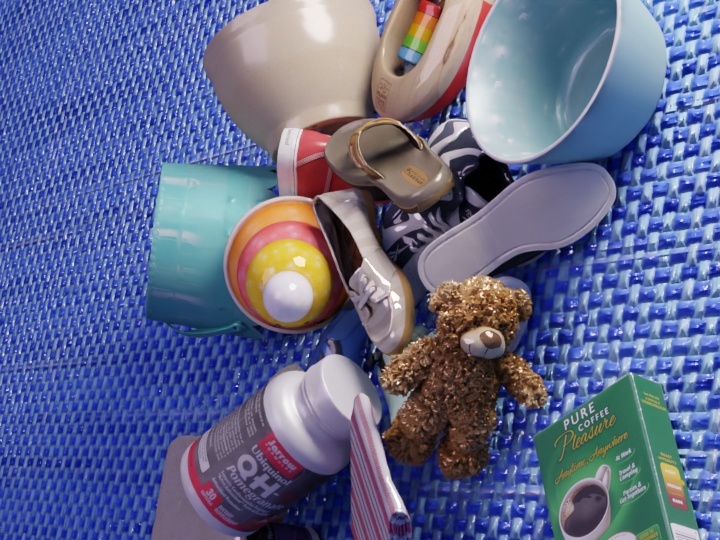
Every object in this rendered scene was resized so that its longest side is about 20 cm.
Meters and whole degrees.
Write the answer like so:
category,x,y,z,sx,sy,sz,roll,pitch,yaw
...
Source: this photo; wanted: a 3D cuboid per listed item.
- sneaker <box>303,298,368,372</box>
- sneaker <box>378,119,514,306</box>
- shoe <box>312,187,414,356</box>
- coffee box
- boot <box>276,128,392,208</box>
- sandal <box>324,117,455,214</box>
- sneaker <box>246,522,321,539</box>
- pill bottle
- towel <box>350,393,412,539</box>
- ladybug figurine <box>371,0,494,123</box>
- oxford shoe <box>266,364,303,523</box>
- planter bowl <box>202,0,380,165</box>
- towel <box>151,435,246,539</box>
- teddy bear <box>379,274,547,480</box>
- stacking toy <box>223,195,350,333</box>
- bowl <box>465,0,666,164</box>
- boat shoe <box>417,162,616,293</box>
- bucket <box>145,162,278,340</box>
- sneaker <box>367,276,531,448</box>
category,x,y,z,sx,sy,sz,roll,pitch,yaw
sneaker,-0.023,0.118,1.665,0.078,0.066,0.201,29,87,15
sneaker,0.087,-0.043,1.548,0.200,0.079,0.130,-59,25,1
shoe,0.000,0.000,1.549,0.070,0.053,0.201,-57,39,38
coffee box,0.210,0.197,1.288,0.123,0.044,0.201,-42,44,37
boot,-0.013,-0.065,1.718,0.201,0.143,0.073,91,-171,-51
sandal,0.023,-0.113,1.553,0.080,0.054,0.200,-43,33,-6
sneaker,-0.124,0.343,1.665,0.201,0.087,0.076,-63,34,14
pill bottle,-0.075,0.168,1.567,0.200,0.110,0.111,-39,45,29
towel,0.020,0.228,1.475,0.147,0.030,0.201,-111,16,-45
ladybug figurine,0.079,-0.237,1.660,0.136,0.072,0.201,42,109,54
oxford shoe,-0.092,0.193,1.725,0.075,0.058,0.201,-29,38,44
planter bowl,-0.059,-0.196,1.754,0.200,0.199,0.136,-35,67,42
towel,-0.170,0.254,1.827,0.199,0.034,0.134,-7,71,53
teddy bear,0.089,0.103,1.423,0.200,0.145,0.067,-54,5,26
stacking toy,-0.074,0.011,1.598,0.200,0.145,0.147,-80,16,-78
bowl,0.196,-0.177,1.432,0.200,0.105,0.202,-30,51,45
boat shoe,0.145,-0.039,1.463,0.199,0.060,0.074,-33,87,20
bucket,-0.166,-0.025,1.792,0.207,0.134,0.209,-173,90,-85
sneaker,0.078,0.063,1.520,0.201,0.073,0.118,-56,33,21
